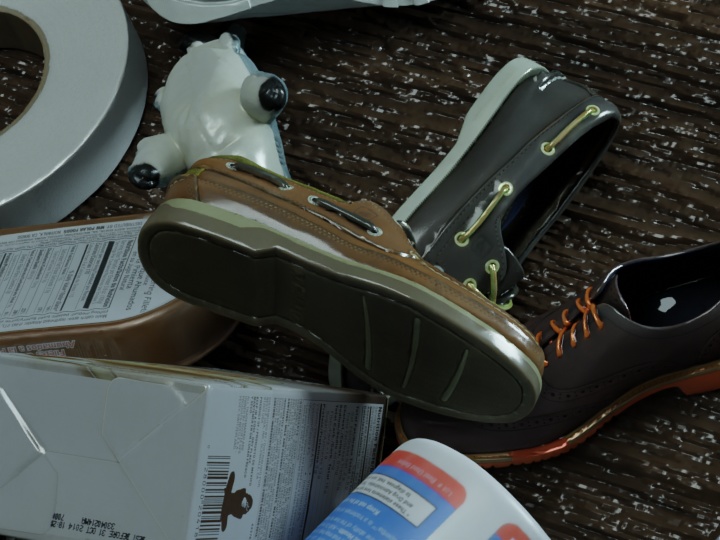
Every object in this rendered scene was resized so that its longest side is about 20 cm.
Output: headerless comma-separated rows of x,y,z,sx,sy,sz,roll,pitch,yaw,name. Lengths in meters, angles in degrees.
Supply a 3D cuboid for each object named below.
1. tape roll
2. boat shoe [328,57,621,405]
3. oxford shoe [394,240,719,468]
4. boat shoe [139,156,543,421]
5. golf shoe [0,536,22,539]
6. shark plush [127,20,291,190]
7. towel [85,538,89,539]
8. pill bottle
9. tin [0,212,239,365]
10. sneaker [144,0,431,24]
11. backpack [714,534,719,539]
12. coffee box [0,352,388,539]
-0.216,-0.094,1.628,0.202,0.037,0.204,-10,53,13,tape roll
0.056,-0.014,1.449,0.060,0.072,0.202,24,70,25,boat shoe
0.105,0.032,1.397,0.199,0.073,0.071,-22,51,3,oxford shoe
0.000,0.000,1.367,0.199,0.072,0.068,26,49,8,boat shoe
-0.213,0.143,1.441,0.200,0.077,0.088,-45,37,-23,golf shoe
-0.073,-0.070,1.533,0.091,0.083,0.200,-37,29,3,shark plush
-0.122,0.221,1.265,0.036,0.148,0.201,-11,79,-29,towel
-0.007,0.179,1.300,0.200,0.112,0.112,-43,53,-17,pill bottle
-0.157,0.018,1.501,0.199,0.042,0.112,-6,37,15,tin
-0.024,-0.173,1.597,0.199,0.080,0.077,-5,89,-5,sneaker
0.181,0.194,1.186,0.154,0.200,0.191,31,76,40,backpack
-0.080,0.085,1.337,0.114,0.200,0.080,8,89,22,coffee box
